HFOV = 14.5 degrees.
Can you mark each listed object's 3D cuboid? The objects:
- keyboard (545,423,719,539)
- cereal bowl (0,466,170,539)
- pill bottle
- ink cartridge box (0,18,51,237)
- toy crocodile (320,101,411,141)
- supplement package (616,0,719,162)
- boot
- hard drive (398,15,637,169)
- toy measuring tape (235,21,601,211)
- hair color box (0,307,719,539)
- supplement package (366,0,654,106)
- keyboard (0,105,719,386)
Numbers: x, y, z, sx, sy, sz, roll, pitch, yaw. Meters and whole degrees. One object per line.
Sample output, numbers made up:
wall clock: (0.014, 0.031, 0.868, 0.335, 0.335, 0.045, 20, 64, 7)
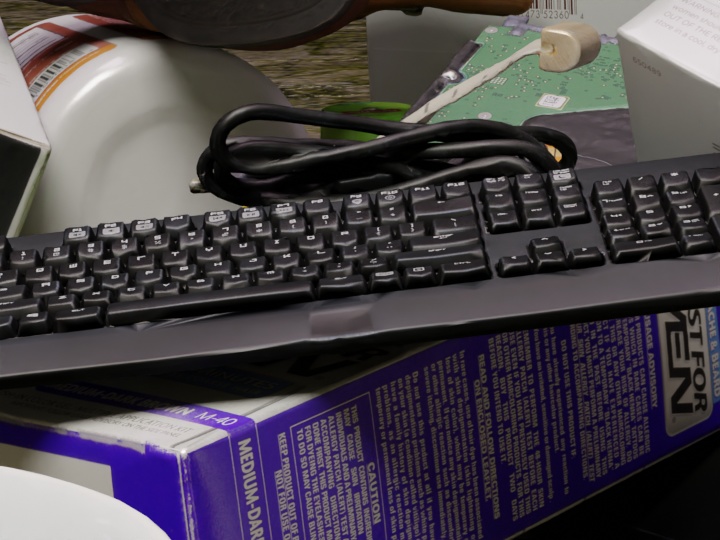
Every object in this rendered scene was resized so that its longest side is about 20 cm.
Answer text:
keyboard: (0.092, 0.054, 0.791, 0.104, 0.040, 0.200, -33, 25, -24)
cereal bowl: (-0.121, 0.089, 0.427, 0.199, 0.084, 0.200, -1, 9, 0)
pill bottle: (-0.095, -0.039, 1.081, 0.111, 0.113, 0.200, -5, 10, -17)
ink cartridge box: (-0.152, -0.038, 1.014, 0.037, 0.095, 0.200, 19, 15, -18)
toy crocodile: (0.021, -0.023, 1.095, 0.062, 0.068, 0.199, -11, 17, -40)
supplement package: (0.190, -0.059, 0.840, 0.200, 0.117, 0.117, -38, 47, -23)
boot: (-0.011, -0.101, 1.018, 0.188, 0.069, 0.199, 1, -3, 45)
hard drive: (0.074, -0.024, 0.973, 0.139, 0.038, 0.200, 11, 34, 20)
toy measuring tape: (0.000, 0.000, 0.858, 0.199, 0.074, 0.074, -30, -3, 25)
hair color box: (-0.007, 0.034, 0.720, 0.109, 0.065, 0.199, 8, 19, 42)
supplement package: (0.138, -0.081, 1.188, 0.190, 0.148, 0.199, 7, 14, 41)
keyboard: (-0.008, -0.014, 0.672, 0.199, 0.040, 0.104, -6, 19, -1)
